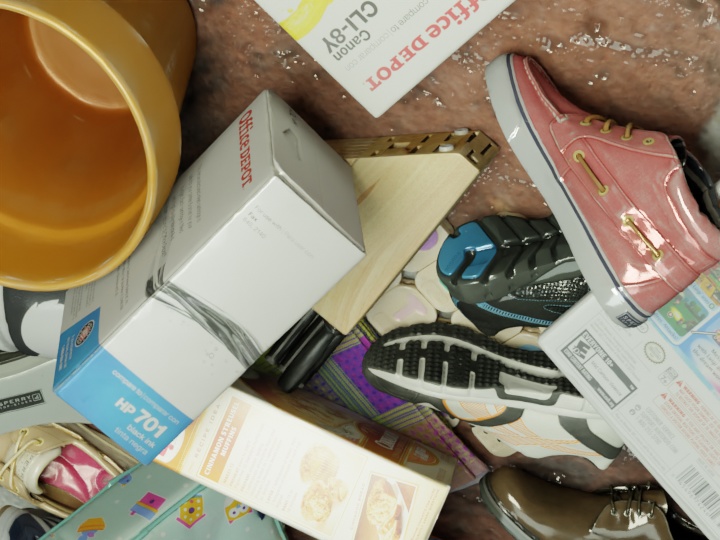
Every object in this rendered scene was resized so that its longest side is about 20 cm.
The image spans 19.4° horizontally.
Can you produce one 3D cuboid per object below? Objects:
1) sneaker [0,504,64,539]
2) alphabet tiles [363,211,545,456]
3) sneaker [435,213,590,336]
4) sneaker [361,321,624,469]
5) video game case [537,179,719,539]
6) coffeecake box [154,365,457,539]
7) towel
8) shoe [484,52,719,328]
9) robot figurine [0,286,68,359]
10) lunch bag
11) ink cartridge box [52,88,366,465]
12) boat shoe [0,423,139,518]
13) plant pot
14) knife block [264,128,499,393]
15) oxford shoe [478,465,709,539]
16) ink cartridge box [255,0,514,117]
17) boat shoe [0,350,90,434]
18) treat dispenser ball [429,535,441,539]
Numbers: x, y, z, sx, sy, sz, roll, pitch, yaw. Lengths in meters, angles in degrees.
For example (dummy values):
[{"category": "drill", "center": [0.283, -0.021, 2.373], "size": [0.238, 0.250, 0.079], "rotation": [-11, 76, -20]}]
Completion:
[{"category": "sneaker", "center": [-0.227, 0.228, 1.616], "size": [0.108, 0.200, 0.071], "rotation": [19, 90, 4]}, {"category": "alphabet tiles", "center": [0.073, 0.046, 1.499], "size": [0.195, 0.015, 0.200], "rotation": [-32, 109, 31]}, {"category": "sneaker", "center": [0.154, -0.007, 1.411], "size": [0.198, 0.074, 0.082], "rotation": [-9, 141, 15]}, {"category": "sneaker", "center": [0.096, 0.093, 1.469], "size": [0.198, 0.074, 0.081], "rotation": [12, 127, 8]}, {"category": "video game case", "center": [0.244, 0.061, 1.343], "size": [0.182, 0.024, 0.200], "rotation": [-41, 91, 18]}, {"category": "coffeecake box", "center": [-0.038, 0.130, 1.462], "size": [0.199, 0.154, 0.074], "rotation": [24, 94, 3]}, {"category": "towel", "center": [-0.010, 0.107, 1.554], "size": [0.143, 0.023, 0.200], "rotation": [-27, 112, 37]}, {"category": "shoe", "center": [0.157, -0.070, 1.320], "size": [0.091, 0.071, 0.201], "rotation": [-35, 66, 21]}, {"category": "robot figurine", "center": [-0.190, 0.005, 1.480], "size": [0.198, 0.125, 0.152], "rotation": [5, 122, 12]}, {"category": "lunch bag", "center": [-0.143, 0.227, 1.578], "size": [0.077, 0.199, 0.161], "rotation": [32, 151, 49]}, {"category": "ink cartridge box", "center": [-0.096, 0.002, 1.324], "size": [0.200, 0.147, 0.086], "rotation": [-42, 111, 15]}, {"category": "boat shoe", "center": [-0.241, 0.144, 1.614], "size": [0.198, 0.069, 0.074], "rotation": [23, 103, -6]}, {"category": "plant pot", "center": [-0.193, -0.119, 1.357], "size": [0.198, 0.184, 0.202], "rotation": [8, 122, 13]}, {"category": "knife block", "center": [0.000, 0.000, 1.431], "size": [0.198, 0.064, 0.177], "rotation": [-3, 107, 18]}, {"category": "oxford shoe", "center": [0.182, 0.179, 1.530], "size": [0.198, 0.073, 0.085], "rotation": [23, 118, -9]}, {"category": "ink cartridge box", "center": [-0.003, -0.217, 1.299], "size": [0.200, 0.084, 0.145], "rotation": [43, 124, -14]}, {"category": "boat shoe", "center": [-0.235, 0.076, 1.575], "size": [0.198, 0.064, 0.071], "rotation": [-9, 123, -6]}, {"category": "treat dispenser ball", "center": [0.018, 0.291, 1.567], "size": [0.199, 0.201, 0.202], "rotation": [8, 125, 11]}]
